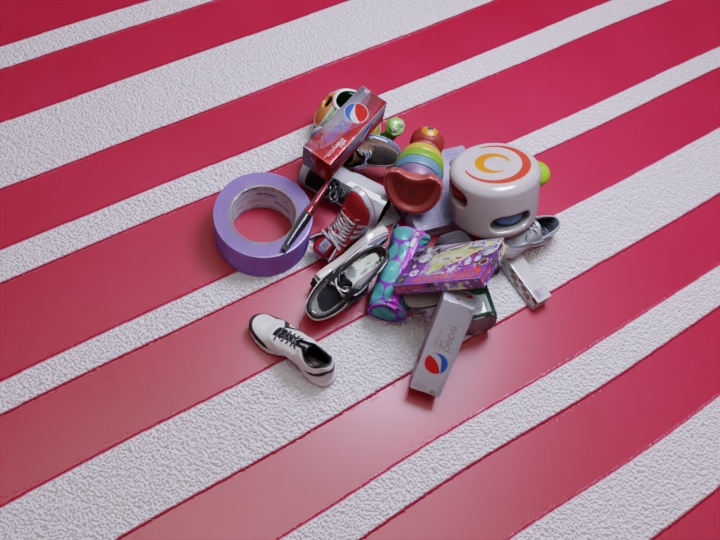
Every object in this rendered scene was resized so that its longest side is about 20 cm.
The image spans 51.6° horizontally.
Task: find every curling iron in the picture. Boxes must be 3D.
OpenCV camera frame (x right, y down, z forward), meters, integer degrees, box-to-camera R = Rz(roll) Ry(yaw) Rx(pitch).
[{"bbox_3d":[-0.094,-0.112,1.482,0.049,0.026,0.200,33,63,12],"label":"curling iron"}]

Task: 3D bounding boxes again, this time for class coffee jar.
[{"bbox_3d":[0.209,0.024,1.509,0.085,0.104,0.201,-15,65,1],"label":"coffee jar"}]

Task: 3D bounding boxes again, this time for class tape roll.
[{"bbox_3d":[-0.199,-0.094,1.519,0.199,0.085,0.201,3,63,-6],"label":"tape roll"}]

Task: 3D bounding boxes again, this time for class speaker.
[{"bbox_3d":[-0.030,-0.177,1.590,0.199,0.081,0.081,29,62,6],"label":"speaker"}]

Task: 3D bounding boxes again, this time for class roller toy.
[{"bbox_3d":[0.270,-0.159,1.523,0.199,0.140,0.183,17,46,24],"label":"roller toy"}]

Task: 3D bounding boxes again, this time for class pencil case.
[{"bbox_3d":[0.078,0.005,1.506,0.085,0.092,0.201,22,63,-7],"label":"pencil case"}]

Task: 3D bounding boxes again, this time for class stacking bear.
[{"bbox_3d":[0.128,-0.227,1.570,0.121,0.114,0.201,12,51,8],"label":"stacking bear"}]

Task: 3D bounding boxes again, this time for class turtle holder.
[{"bbox_3d":[-0.013,-0.318,1.635,0.185,0.132,0.141,38,63,11],"label":"turtle holder"}]

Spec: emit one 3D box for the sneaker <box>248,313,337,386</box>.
[{"bbox_3d":[-0.126,0.137,1.416,0.199,0.080,0.074,31,64,9],"label":"sneaker"}]

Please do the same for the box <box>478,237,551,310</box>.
[{"bbox_3d":[0.327,-0.009,1.582,0.041,0.039,0.200,-26,70,-23],"label":"box"}]

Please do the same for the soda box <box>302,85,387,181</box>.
[{"bbox_3d":[-0.031,-0.278,1.506,0.070,0.063,0.200,36,67,9],"label":"soda box"}]

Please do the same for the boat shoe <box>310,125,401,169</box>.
[{"bbox_3d":[-0.010,-0.247,1.575,0.199,0.072,0.073,8,37,-9],"label":"boat shoe"}]

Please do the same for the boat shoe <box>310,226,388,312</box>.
[{"bbox_3d":[0.000,0.000,1.516,0.200,0.075,0.093,-38,81,-16],"label":"boat shoe"}]

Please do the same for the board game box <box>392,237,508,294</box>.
[{"bbox_3d":[0.166,-0.007,1.392,0.032,0.199,0.120,56,48,-28],"label":"board game box"}]

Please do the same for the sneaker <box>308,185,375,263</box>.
[{"bbox_3d":[-0.039,-0.084,1.474,0.112,0.200,0.071,-35,74,-21],"label":"sneaker"}]

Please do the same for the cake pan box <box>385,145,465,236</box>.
[{"bbox_3d":[0.169,-0.171,1.635,0.199,0.052,0.185,-16,64,-16],"label":"cake pan box"}]

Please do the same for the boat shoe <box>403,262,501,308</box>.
[{"bbox_3d":[0.182,0.026,1.434,0.199,0.057,0.067,-27,59,10],"label":"boat shoe"}]

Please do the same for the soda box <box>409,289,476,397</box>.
[{"bbox_3d":[0.153,0.133,1.395,0.063,0.201,0.068,18,24,2],"label":"soda box"}]

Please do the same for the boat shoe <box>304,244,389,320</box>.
[{"bbox_3d":[-0.024,0.020,1.436,0.200,0.060,0.074,-36,86,-10],"label":"boat shoe"}]

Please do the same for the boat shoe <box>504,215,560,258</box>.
[{"bbox_3d":[0.350,-0.082,1.569,0.200,0.072,0.070,-16,65,-41],"label":"boat shoe"}]
